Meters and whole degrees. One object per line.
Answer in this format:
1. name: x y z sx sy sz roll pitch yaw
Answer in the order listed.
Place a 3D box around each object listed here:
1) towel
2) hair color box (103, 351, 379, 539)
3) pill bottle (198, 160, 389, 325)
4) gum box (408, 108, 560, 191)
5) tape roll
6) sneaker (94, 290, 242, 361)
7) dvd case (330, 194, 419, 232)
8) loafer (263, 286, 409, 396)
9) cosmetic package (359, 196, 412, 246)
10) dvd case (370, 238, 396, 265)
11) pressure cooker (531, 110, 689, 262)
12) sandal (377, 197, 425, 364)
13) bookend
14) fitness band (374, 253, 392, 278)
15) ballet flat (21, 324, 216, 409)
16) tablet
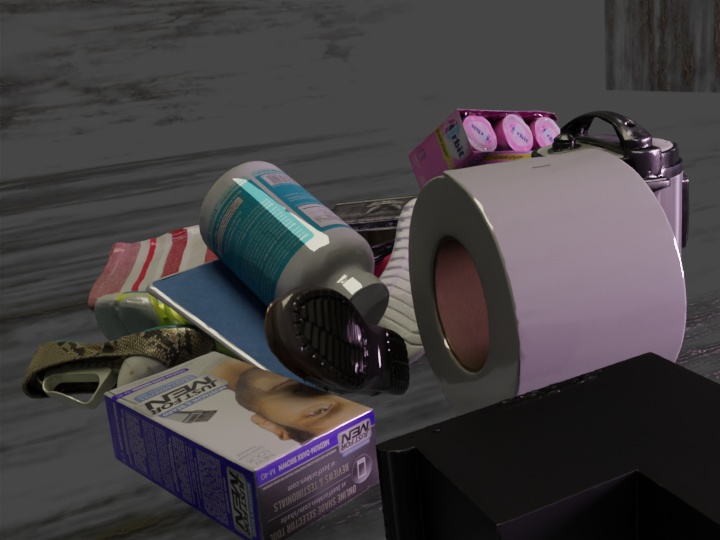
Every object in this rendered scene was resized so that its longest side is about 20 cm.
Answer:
1. towel: -0.205 -0.017 0.917 0.198 0.023 0.144 -15 27 2
2. hair color box: -0.093 0.123 0.593 0.199 0.066 0.109 13 23 44
3. pill bottle: -0.062 -0.014 0.772 0.110 0.112 0.200 -19 46 -38
4. gum box: 0.180 -0.160 1.088 0.199 0.067 0.113 -7 -21 -36
5. tape roll: 0.137 0.015 0.633 0.138 0.205 0.203 -9 16 -16
6. sneaker: -0.175 0.048 0.841 0.198 0.076 0.105 12 30 16
7. dvd case: 0.030 -0.074 1.030 0.147 0.016 0.200 -5 13 7
8. loafer: -0.025 0.071 0.647 0.070 0.074 0.200 -12 -25 23
9. cosmetic package: 0.035 -0.047 1.114 0.199 0.072 0.105 -19 20 -39
10. dvd case: 0.000 0.000 0.936 0.199 0.018 0.142 -18 -11 -39
11. pressure cooker: 0.278 -0.079 0.908 0.174 0.202 0.178 4 18 33
12. sandal: 0.059 0.016 0.816 0.082 0.050 0.204 13 60 14
13. bookend: 0.141 0.139 0.401 0.197 0.093 0.200 -14 19 -21
14. fitness band: 0.099 -0.018 0.937 0.199 0.038 0.144 -18 -12 -33
15. ballet flat: -0.231 0.099 0.746 0.198 0.068 0.076 -6 37 18
16. tablet: -0.094 0.051 0.763 0.199 0.014 0.130 33 27 19
